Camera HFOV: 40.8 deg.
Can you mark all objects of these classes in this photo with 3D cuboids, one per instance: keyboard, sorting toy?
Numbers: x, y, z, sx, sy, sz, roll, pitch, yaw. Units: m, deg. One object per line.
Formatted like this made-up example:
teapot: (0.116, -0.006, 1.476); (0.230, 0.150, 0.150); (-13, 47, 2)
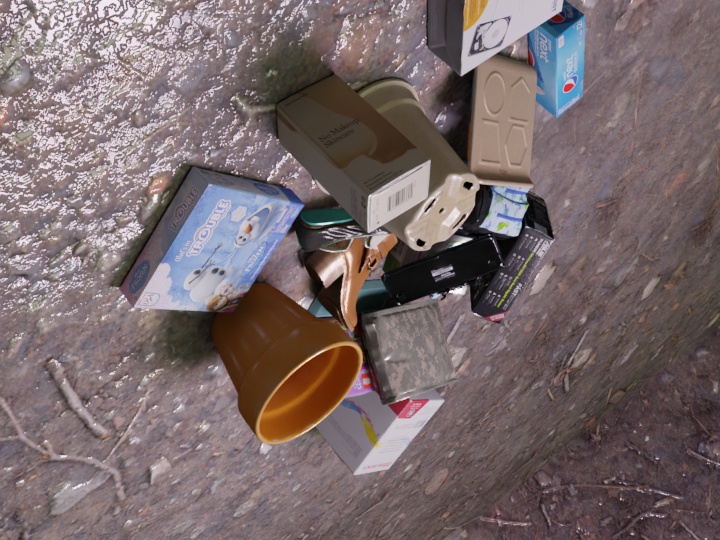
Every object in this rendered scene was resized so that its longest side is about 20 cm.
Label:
keyboard: (0.137, -0.001, 1.601); (0.197, 0.040, 0.105); (-19, 130, 10)
sorting toy: (0.218, -0.233, 1.510); (0.184, 0.036, 0.204); (-3, 93, -52)

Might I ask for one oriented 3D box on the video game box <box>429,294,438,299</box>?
video game box: (0.177, -0.057, 1.777); (0.200, 0.047, 0.183); (-41, 149, -6)

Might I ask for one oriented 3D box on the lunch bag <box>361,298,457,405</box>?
lunch bag: (0.073, 0.148, 1.749); (0.116, 0.167, 0.199); (-18, 173, 32)

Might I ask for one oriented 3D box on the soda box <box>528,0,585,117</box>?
soda box: (0.315, -0.342, 1.558); (0.064, 0.068, 0.201); (-38, 151, -11)

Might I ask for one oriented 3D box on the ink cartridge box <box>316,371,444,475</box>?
ink cartridge box: (0.035, 0.284, 1.933); (0.201, 0.145, 0.145); (-53, 151, 16)

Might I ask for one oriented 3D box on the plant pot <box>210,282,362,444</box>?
plant pot: (-0.128, 0.125, 1.463); (0.199, 0.183, 0.201); (-33, 150, -22)

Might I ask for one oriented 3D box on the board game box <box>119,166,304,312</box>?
board game box: (-0.197, -0.034, 1.308); (0.198, 0.043, 0.201); (7, 123, -55)

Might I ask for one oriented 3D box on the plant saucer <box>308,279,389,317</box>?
plant saucer: (-0.012, 0.051, 1.698); (0.199, 0.019, 0.070); (-4, 132, -52)

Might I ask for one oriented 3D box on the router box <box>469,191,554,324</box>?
router box: (0.267, -0.026, 1.738); (0.151, 0.061, 0.201); (-85, -159, -59)

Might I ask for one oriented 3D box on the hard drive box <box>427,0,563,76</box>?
hard drive box: (0.189, -0.388, 1.319); (0.199, 0.077, 0.157); (-36, 151, -18)

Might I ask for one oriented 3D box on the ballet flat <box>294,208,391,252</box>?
ballet flat: (-0.008, -0.067, 1.466); (0.197, 0.068, 0.069); (-8, 127, -21)

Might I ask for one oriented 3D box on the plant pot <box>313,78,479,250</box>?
plant pot: (0.062, -0.136, 1.370); (0.199, 0.184, 0.202); (-32, 149, -22)

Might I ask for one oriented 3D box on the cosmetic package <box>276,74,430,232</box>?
cosmetic package: (-0.011, -0.153, 1.232); (0.105, 0.200, 0.072); (-32, 149, -23)

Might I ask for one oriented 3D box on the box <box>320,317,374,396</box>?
box: (-0.062, 0.151, 1.640); (0.039, 0.139, 0.199); (-21, 168, 35)

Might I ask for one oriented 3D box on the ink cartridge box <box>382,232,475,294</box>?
ink cartridge box: (0.146, -0.021, 1.665); (0.197, 0.059, 0.105); (10, 109, -27)

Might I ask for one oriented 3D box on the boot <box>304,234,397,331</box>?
boot: (0.000, 0.000, 1.573); (0.154, 0.073, 0.201); (-42, 146, -17)

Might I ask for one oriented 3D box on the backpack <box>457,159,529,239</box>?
backpack: (0.198, -0.117, 1.601); (0.199, 0.162, 0.156); (29, 84, -47)
